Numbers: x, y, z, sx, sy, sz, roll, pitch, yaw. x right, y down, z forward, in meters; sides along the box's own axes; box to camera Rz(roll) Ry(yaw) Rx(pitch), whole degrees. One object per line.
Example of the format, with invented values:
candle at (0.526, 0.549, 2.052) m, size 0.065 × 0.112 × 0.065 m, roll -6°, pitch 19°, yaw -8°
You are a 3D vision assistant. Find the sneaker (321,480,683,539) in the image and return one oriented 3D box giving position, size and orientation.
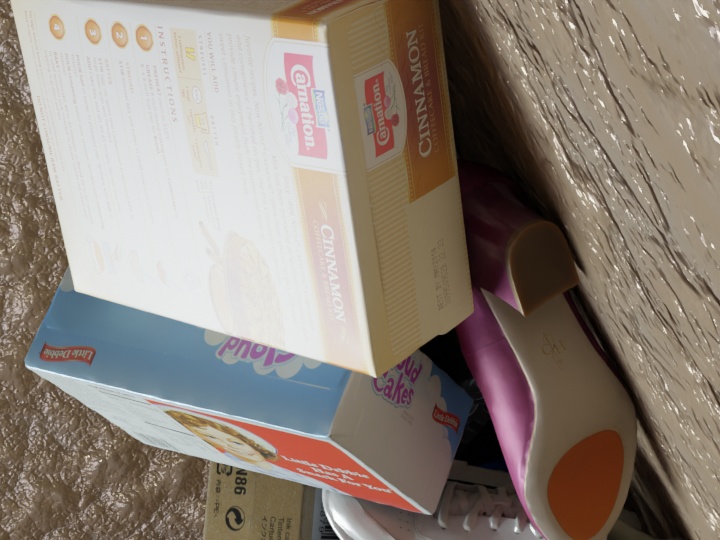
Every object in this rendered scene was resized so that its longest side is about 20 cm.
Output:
sneaker at (0.079, 0.135, 0.832) m, size 0.198 × 0.100 × 0.075 m, roll 22°, pitch -147°, yaw -3°

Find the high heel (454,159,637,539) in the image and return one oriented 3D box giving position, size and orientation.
high heel at (0.073, 0.042, 0.747) m, size 0.096 × 0.067 × 0.201 m, roll 41°, pitch 158°, yaw 54°

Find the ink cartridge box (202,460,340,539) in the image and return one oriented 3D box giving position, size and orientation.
ink cartridge box at (-0.026, 0.159, 0.987) m, size 0.164 × 0.074 × 0.202 m, roll 16°, pitch -104°, yaw -59°

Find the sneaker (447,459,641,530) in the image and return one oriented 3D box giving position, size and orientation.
sneaker at (0.078, 0.158, 0.940) m, size 0.076 × 0.198 × 0.081 m, roll -10°, pitch 69°, yaw 65°

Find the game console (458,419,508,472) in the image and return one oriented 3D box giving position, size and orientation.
game console at (0.060, 0.104, 1.121) m, size 0.170 × 0.119 × 0.199 m, roll 31°, pitch 148°, yaw -29°

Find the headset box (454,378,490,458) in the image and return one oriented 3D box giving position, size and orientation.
headset box at (0.000, 0.000, 0.947) m, size 0.199 × 0.093 × 0.174 m, roll 34°, pitch -169°, yaw -28°

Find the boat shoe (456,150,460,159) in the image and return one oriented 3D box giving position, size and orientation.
boat shoe at (0.008, -0.081, 0.847) m, size 0.071 × 0.063 × 0.201 m, roll 59°, pitch 178°, yaw 39°

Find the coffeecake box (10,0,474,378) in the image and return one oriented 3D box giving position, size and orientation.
coffeecake box at (-0.055, -0.054, 0.703) m, size 0.199 × 0.073 × 0.155 m, roll 13°, pitch 121°, yaw 40°

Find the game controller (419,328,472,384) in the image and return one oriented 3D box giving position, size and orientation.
game controller at (0.000, -0.024, 0.791) m, size 0.200 × 0.042 × 0.104 m, roll 42°, pitch 136°, yaw -6°

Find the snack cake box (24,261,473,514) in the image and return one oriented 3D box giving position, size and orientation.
snack cake box at (-0.058, 0.057, 0.803) m, size 0.198 × 0.068 × 0.115 m, roll 9°, pitch 158°, yaw 33°
